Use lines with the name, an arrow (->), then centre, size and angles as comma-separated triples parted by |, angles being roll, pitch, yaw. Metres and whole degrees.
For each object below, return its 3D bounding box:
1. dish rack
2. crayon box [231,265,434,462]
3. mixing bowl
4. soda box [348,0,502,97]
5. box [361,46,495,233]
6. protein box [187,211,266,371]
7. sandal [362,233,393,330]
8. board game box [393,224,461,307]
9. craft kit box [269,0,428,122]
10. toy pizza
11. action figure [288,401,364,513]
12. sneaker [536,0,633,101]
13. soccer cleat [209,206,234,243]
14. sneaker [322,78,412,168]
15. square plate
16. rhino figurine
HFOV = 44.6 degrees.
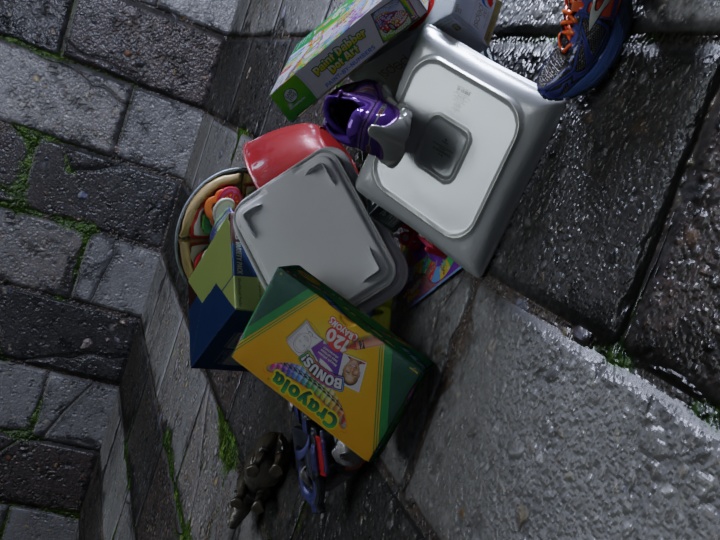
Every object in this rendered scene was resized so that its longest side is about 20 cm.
dish rack -> -0.055, -0.031, 1.037 | 0.170, 0.043, 0.203 | -31, 78, 10
crayon box -> -0.032, 0.099, 0.968 | 0.120, 0.198, 0.058 | -59, -15, 13
mixing bowl -> -0.072, -0.142, 1.305 | 0.108, 0.200, 0.202 | -36, 34, 17
soda box -> 0.070, -0.267, 1.020 | 0.198, 0.063, 0.069 | -15, 49, 54
box -> 0.081, -0.165, 1.024 | 0.200, 0.046, 0.161 | -43, 34, 29
protein box -> -0.111, 0.040, 1.187 | 0.199, 0.196, 0.138 | -46, 45, 51
sandal -> 0.000, 0.000, 1.098 | 0.080, 0.085, 0.204 | 88, -174, -55
board game box -> 0.075, -0.055, 1.028 | 0.200, 0.038, 0.161 | 137, 144, -54
craft kit box -> -0.006, -0.278, 1.013 | 0.196, 0.049, 0.201 | -32, 22, 21
toy pizza -> -0.180, -0.048, 1.288 | 0.031, 0.198, 0.204 | 22, 96, 47
action figure -> -0.043, 0.179, 1.084 | 0.193, 0.102, 0.205 | -153, 57, -64
sneaker -> 0.207, -0.248, 0.784 | 0.203, 0.077, 0.076 | -65, 22, 22
soccer cleat -> -0.124, -0.047, 1.264 | 0.065, 0.197, 0.085 | 49, 120, 39
sneaker -> -0.008, -0.172, 0.939 | 0.082, 0.082, 0.200 | -69, 21, 11
square plate -> 0.091, -0.129, 0.920 | 0.199, 0.028, 0.201 | 38, 114, 32
rhino figurine -> -0.158, 0.321, 1.318 | 0.202, 0.059, 0.088 | -61, 5, 33
